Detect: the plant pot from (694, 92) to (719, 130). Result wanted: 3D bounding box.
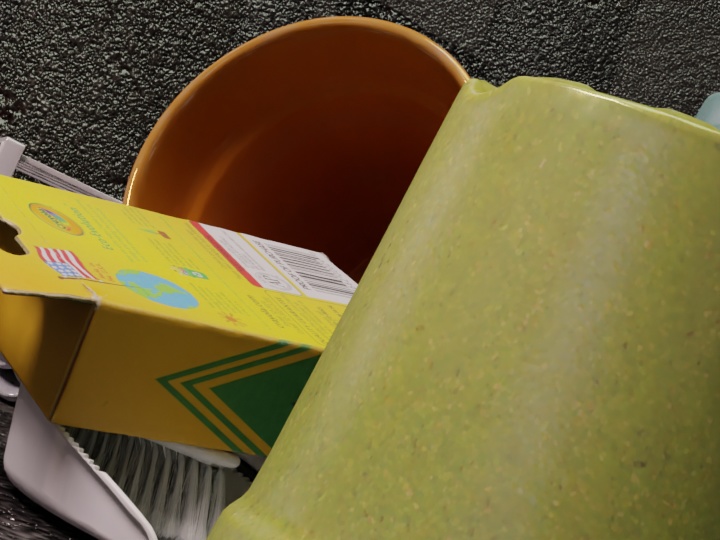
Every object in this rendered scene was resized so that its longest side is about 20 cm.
[{"bbox_3d":[0.171,0.011,0.659,0.198,0.136,0.200,20,-2,1],"label":"plant pot"}]

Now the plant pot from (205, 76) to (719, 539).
[{"bbox_3d":[0.060,0.050,0.490,0.198,0.186,0.200,21,-3,1],"label":"plant pot"}]

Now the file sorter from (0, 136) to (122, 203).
[{"bbox_3d":[-0.222,0.000,1.117,0.124,0.140,0.200,25,-4,-17],"label":"file sorter"}]

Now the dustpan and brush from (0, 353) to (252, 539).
[{"bbox_3d":[-0.108,0.059,0.647,0.198,0.058,0.139,20,-3,26],"label":"dustpan and brush"}]

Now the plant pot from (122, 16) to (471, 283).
[{"bbox_3d":[0.000,0.000,0.882,0.199,0.202,0.183,19,-17,29],"label":"plant pot"}]

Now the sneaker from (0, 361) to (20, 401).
[{"bbox_3d":[-0.135,0.060,0.935,0.199,0.076,0.114,25,8,35],"label":"sneaker"}]

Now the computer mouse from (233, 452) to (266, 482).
[{"bbox_3d":[-0.081,0.063,0.769,0.110,0.044,0.199,42,-19,-26],"label":"computer mouse"}]

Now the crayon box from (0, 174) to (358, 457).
[{"bbox_3d":[-0.076,0.019,0.648,0.199,0.051,0.127,14,16,-35],"label":"crayon box"}]
